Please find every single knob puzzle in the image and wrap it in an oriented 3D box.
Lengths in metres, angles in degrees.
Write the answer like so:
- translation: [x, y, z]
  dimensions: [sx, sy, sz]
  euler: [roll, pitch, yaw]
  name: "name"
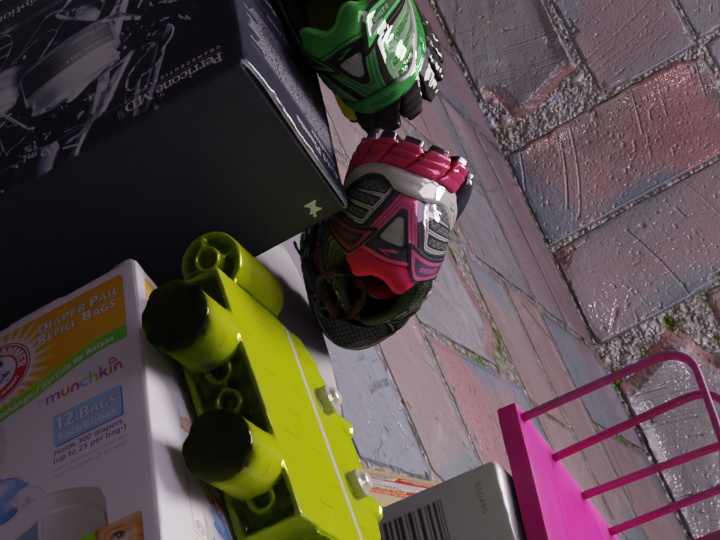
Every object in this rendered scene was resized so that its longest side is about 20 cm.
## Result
- translation: [0.045, 0.167, 1.115]
  dimensions: [0.220, 0.218, 0.031]
  euler: [12, 88, -73]
  name: "knob puzzle"

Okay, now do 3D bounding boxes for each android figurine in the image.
- translation: [-0.035, 0.075, 0.766]
  dimensions: [0.200, 0.041, 0.183]
  euler: [45, 21, -62]
  name: "android figurine"

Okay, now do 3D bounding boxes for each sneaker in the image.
- translation: [0.000, 0.000, 0.874]
  dimensions: [0.200, 0.080, 0.075]
  euler: [108, 2, -67]
  name: "sneaker"
- translation: [-0.012, -0.171, 0.874]
  dimensions: [0.085, 0.078, 0.201]
  euler: [45, 21, -50]
  name: "sneaker"

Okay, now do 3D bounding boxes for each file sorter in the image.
- translation: [0.187, 0.163, 0.973]
  dimensions: [0.200, 0.125, 0.140]
  euler: [51, 21, -42]
  name: "file sorter"

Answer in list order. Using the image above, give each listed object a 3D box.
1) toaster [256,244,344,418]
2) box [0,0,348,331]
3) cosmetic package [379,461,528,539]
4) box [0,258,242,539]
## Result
- translation: [-0.095, 0.032, 0.943]
  dimensions: [0.129, 0.113, 0.201]
  euler: [38, 28, -54]
  name: "toaster"
- translation: [-0.124, -0.075, 0.856]
  dimensions: [0.104, 0.199, 0.183]
  euler: [52, 15, -39]
  name: "box"
- translation: [0.065, 0.245, 0.989]
  dimensions: [0.200, 0.164, 0.166]
  euler: [43, 26, -52]
  name: "cosmetic package"
- translation: [-0.110, 0.111, 0.719]
  dimensions: [0.102, 0.112, 0.201]
  euler: [54, 15, -39]
  name: "box"
